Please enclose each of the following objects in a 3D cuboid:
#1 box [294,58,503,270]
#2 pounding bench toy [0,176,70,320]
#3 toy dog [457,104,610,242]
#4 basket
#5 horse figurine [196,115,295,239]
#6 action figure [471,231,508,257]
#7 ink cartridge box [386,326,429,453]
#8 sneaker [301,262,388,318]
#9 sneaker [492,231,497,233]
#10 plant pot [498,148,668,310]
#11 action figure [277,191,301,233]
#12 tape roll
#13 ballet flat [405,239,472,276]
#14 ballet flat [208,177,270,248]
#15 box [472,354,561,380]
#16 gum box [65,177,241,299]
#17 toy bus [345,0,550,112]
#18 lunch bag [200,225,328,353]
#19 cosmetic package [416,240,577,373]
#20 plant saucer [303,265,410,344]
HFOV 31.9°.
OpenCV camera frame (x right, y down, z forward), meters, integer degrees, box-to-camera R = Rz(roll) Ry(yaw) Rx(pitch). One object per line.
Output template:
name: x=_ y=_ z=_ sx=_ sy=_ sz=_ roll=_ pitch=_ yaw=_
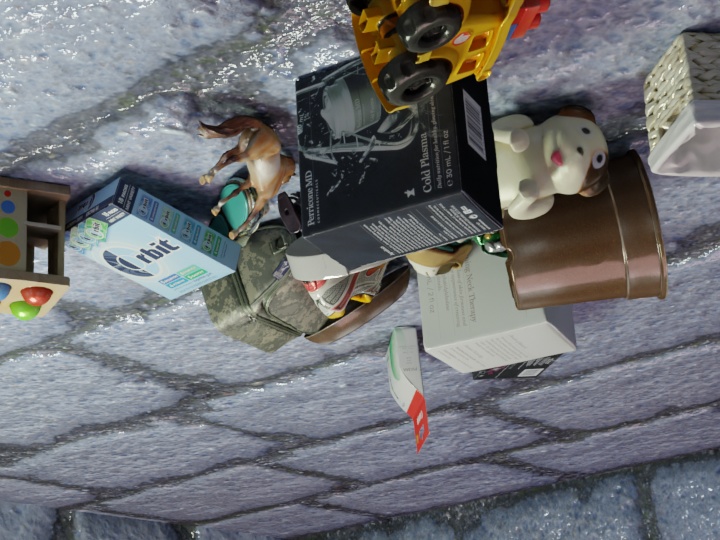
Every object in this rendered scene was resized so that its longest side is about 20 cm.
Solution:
box: x=0.041 y=-0.130 z=1.410 sx=0.194 sy=0.203 sz=0.124 roll=-16 pitch=155 yaw=25
pounding bench toy: x=-0.472 y=-0.009 z=1.671 sx=0.123 sy=0.158 sz=0.200 roll=7 pitch=157 yaw=-28
toy dog: x=0.211 y=-0.123 z=1.562 sx=0.198 sy=0.142 sz=0.193 roll=-15 pitch=170 yaw=26
basket: x=0.436 y=-0.191 z=1.449 sx=0.197 sy=0.125 sz=0.136 roll=-1 pitch=158 yaw=-12
horse figurine: x=-0.135 y=-0.128 z=1.539 sx=0.132 sy=0.050 sz=0.201 roll=-44 pitch=151 yaw=-16
action figure: x=0.246 y=-0.053 z=1.823 sx=0.197 sy=0.119 sz=0.055 roll=-1 pitch=137 yaw=13
ink cartridge box: x=0.085 y=0.224 z=2.332 sx=0.049 sy=0.203 sz=0.161 roll=-2 pitch=159 yaw=-6
sneaker: x=0.000 y=0.000 z=1.815 sx=0.199 sy=0.083 sz=0.077 roll=-35 pitch=-164 yaw=-34
sneaker: x=0.122 y=-0.096 z=1.701 sx=0.084 sy=0.078 sz=0.200 roll=1 pitch=159 yaw=30
plant pot: x=0.286 y=-0.042 z=1.670 sx=0.195 sy=0.203 sz=0.201 roll=-11 pitch=159 yaw=5
action figure: x=-0.024 y=-0.095 z=1.666 sx=0.129 sy=0.070 sz=0.199 roll=-31 pitch=166 yaw=29
tape roll: x=-0.004 y=-0.040 z=1.707 sx=0.200 sy=0.038 sz=0.203 roll=-17 pitch=-165 yaw=4
ballet flat: x=0.110 y=-0.020 z=1.812 sx=0.068 sy=0.064 sz=0.199 roll=25 pitch=-165 yaw=25
ballet flat: x=-0.160 y=-0.078 z=1.711 sx=0.073 sy=0.075 sz=0.200 roll=4 pitch=159 yaw=-21
box: x=0.275 y=0.107 z=2.194 sx=0.130 sy=0.116 sz=0.200 roll=-1 pitch=160 yaw=-12
gum box: x=-0.289 y=-0.038 z=1.707 sx=0.199 sy=0.045 sz=0.169 roll=29 pitch=149 yaw=-30
toy bus: x=0.096 y=-0.262 z=1.204 sx=0.189 sy=0.137 sz=0.200 roll=-13 pitch=159 yaw=-15
lunch bag: x=-0.125 y=0.019 z=1.865 sx=0.167 sy=0.141 sz=0.200 roll=-30 pitch=153 yaw=15
cosmetic package: x=0.210 y=0.045 z=1.944 sx=0.198 sy=0.170 sz=0.166 roll=-15 pitch=157 yaw=22
plant saucer: x=0.001 y=0.060 z=1.968 sx=0.199 sy=0.032 sz=0.200 roll=-33 pitch=-175 yaw=3
